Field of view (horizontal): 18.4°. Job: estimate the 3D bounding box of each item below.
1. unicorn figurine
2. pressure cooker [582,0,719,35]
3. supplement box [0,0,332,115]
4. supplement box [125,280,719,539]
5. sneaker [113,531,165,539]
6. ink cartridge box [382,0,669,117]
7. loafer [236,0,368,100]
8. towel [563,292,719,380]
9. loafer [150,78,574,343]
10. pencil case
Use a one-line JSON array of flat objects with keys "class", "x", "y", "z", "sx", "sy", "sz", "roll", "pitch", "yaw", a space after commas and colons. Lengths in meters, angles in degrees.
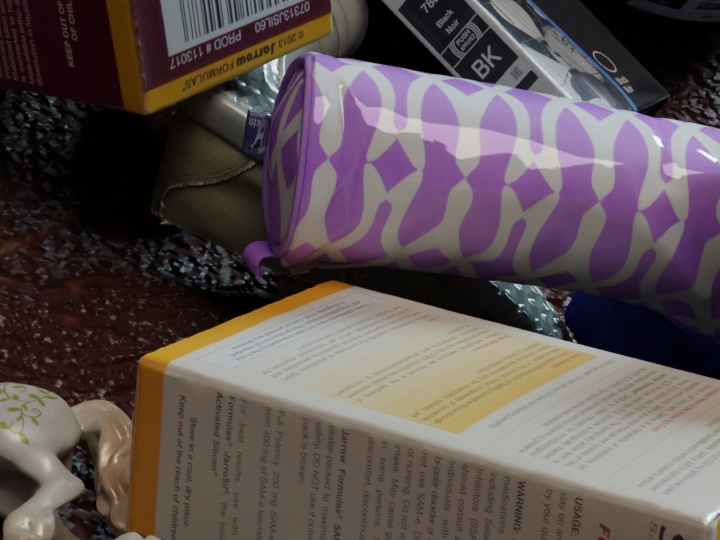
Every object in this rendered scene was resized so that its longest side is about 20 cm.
[{"class": "unicorn figurine", "x": -0.163, "y": 0.060, "z": 0.755, "sx": 0.200, "sy": 0.074, "sz": 0.138, "roll": 18, "pitch": 36, "yaw": -29}, {"class": "pressure cooker", "x": 0.172, "y": -0.216, "z": 1.110, "sx": 0.176, "sy": 0.200, "sz": 0.179, "roll": 44, "pitch": 69, "yaw": 6}, {"class": "supplement box", "x": -0.122, "y": -0.132, "z": 0.910, "sx": 0.200, "sy": 0.086, "sz": 0.110, "roll": 14, "pitch": 30, "yaw": 40}, {"class": "supplement box", "x": 0.040, "y": 0.070, "z": 0.721, "sx": 0.199, "sy": 0.074, "sz": 0.126, "roll": 14, "pitch": 18, "yaw": 28}, {"class": "sneaker", "x": -0.034, "y": 0.174, "z": 0.675, "sx": 0.200, "sy": 0.079, "sz": 0.089, "roll": 38, "pitch": 60, "yaw": 21}, {"class": "ink cartridge box", "x": 0.049, "y": -0.132, "z": 1.024, "sx": 0.200, "sy": 0.039, "sz": 0.099, "roll": 46, "pitch": 29, "yaw": 10}, {"class": "loafer", "x": -0.031, "y": -0.115, "z": 1.002, "sx": 0.070, "sy": 0.070, "sz": 0.200, "roll": 6, "pitch": 40, "yaw": -2}, {"class": "towel", "x": 0.182, "y": 0.061, "z": 0.865, "sx": 0.147, "sy": 0.050, "sz": 0.200, "roll": -23, "pitch": 53, "yaw": -4}, {"class": "loafer", "x": 0.000, "y": 0.000, "z": 0.894, "sx": 0.200, "sy": 0.070, "sz": 0.075, "roll": 36, "pitch": 13, "yaw": 3}, {"class": "pencil case", "x": 0.057, "y": -0.025, "z": 0.824, "sx": 0.199, "sy": 0.086, "sz": 0.084, "roll": 8, "pitch": 9, "yaw": -10}]
